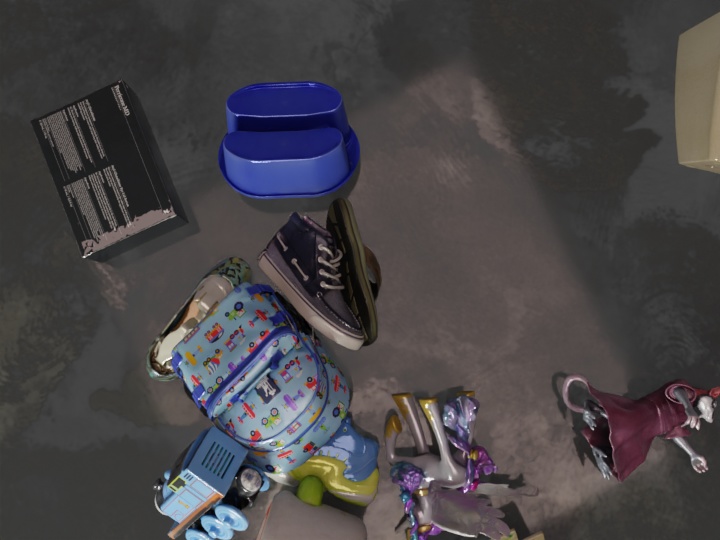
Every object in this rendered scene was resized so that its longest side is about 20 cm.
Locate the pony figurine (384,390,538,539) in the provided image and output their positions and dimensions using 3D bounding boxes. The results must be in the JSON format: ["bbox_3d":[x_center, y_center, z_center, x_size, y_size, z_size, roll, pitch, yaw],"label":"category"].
[{"bbox_3d":[0.116,0.262,1.047,0.190,0.165,0.205,-8,88,32],"label":"pony figurine"}]

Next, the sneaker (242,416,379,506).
[{"bbox_3d":[-0.064,0.238,1.085,0.196,0.076,0.107,18,70,-1],"label":"sneaker"}]

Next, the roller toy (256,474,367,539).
[{"bbox_3d":[-0.069,0.377,0.983,0.137,0.183,0.203,20,116,-2],"label":"roller toy"}]

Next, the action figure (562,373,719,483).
[{"bbox_3d":[0.387,0.193,1.078,0.197,0.136,0.149,-22,42,-13],"label":"action figure"}]

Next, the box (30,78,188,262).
[{"bbox_3d":[-0.341,-0.134,1.111,0.139,0.079,0.203,-23,84,2],"label":"box"}]

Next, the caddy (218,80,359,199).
[{"bbox_3d":[-0.099,-0.170,1.099,0.195,0.106,0.144,-2,63,1],"label":"caddy"}]

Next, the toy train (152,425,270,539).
[{"bbox_3d":[-0.194,0.279,1.020,0.114,0.200,0.087,38,46,-7],"label":"toy train"}]

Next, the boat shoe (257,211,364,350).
[{"bbox_3d":[-0.050,0.008,1.062,0.200,0.074,0.093,42,105,26],"label":"boat shoe"}]

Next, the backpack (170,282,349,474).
[{"bbox_3d":[-0.120,0.143,1.025,0.182,0.135,0.200,-40,59,-3],"label":"backpack"}]

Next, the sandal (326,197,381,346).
[{"bbox_3d":[0.000,-0.001,1.098,0.056,0.079,0.205,-2,77,-32],"label":"sandal"}]

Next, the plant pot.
[{"bbox_3d":[0.518,-0.213,1.055,0.196,0.200,0.181,14,96,2],"label":"plant pot"}]

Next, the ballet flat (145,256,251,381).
[{"bbox_3d":[-0.218,0.067,1.096,0.074,0.074,0.202,35,86,4],"label":"ballet flat"}]

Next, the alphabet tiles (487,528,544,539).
[{"bbox_3d":[0.148,0.397,1.031,0.197,0.168,0.006,-24,42,-2],"label":"alphabet tiles"}]
